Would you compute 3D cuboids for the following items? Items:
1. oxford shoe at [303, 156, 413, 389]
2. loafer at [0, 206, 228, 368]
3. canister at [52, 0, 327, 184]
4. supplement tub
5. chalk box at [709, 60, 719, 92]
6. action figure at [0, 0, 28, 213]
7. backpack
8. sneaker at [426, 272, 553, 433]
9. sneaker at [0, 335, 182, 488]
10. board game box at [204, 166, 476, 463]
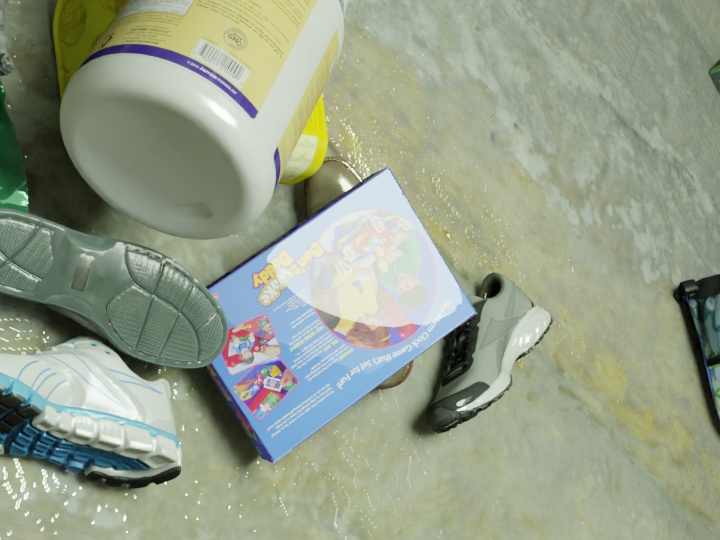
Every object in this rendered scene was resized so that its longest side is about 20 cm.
[{"bbox_3d":[0.000,0.000,0.983,0.075,0.070,0.203,7,63,-84],"label":"oxford shoe"},{"bbox_3d":[-0.183,0.007,0.817,0.198,0.063,0.073,27,85,-29],"label":"loafer"},{"bbox_3d":[-0.126,-0.142,0.924,0.198,0.086,0.151,1,75,-45],"label":"canister"},{"bbox_3d":[-0.094,-0.138,0.786,0.145,0.145,0.202,42,50,-24],"label":"supplement tub"},{"bbox_3d":[0.566,-0.259,1.602,0.200,0.124,0.125,-43,105,-42],"label":"chalk box"},{"bbox_3d":[-0.275,-0.141,0.806,0.117,0.054,0.203,13,62,-37],"label":"action figure"},{"bbox_3d":[0.481,0.097,1.373,0.181,0.146,0.203,-1,78,-41],"label":"backpack"},{"bbox_3d":[0.103,0.075,1.080,0.080,0.074,0.200,49,41,-6],"label":"sneaker"},{"bbox_3d":[-0.206,0.078,0.787,0.199,0.075,0.088,28,44,-37],"label":"sneaker"},{"bbox_3d":[-0.027,0.033,0.914,0.199,0.045,0.135,-34,97,-16],"label":"board game box"}]
